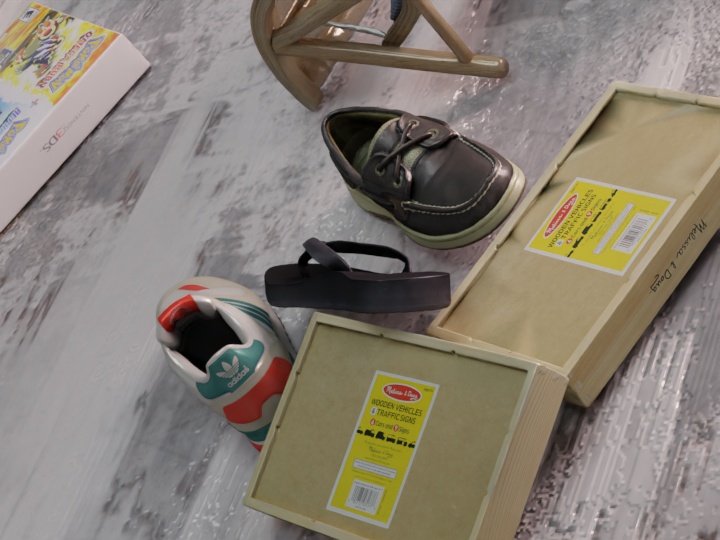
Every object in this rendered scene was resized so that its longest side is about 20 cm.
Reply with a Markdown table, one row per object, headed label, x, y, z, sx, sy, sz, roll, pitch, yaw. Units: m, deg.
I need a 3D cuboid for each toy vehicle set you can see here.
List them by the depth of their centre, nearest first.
| label | x | y | z | sx | sy | sz | roll | pitch | yaw |
| --- | --- | --- | --- | --- | --- | --- | --- | --- | --- |
| toy vehicle set | 0.021 | 0.098 | 1.197 | 0.200 | 0.026 | 0.124 | 12 | 78 | 51 |
| toy vehicle set | 0.139 | -0.020 | 1.227 | 0.200 | 0.027 | 0.124 | -52 | 35 | -14 |

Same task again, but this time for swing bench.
| label | x | y | z | sx | sy | sz | roll | pitch | yaw |
| --- | --- | --- | --- | --- | --- | --- | --- | --- | --- |
| swing bench | 0.032 | -0.236 | 1.498 | 0.200 | 0.130 | 0.199 | -4 | 50 | 44 |

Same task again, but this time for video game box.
| label | x | y | z | sx | sy | sz | roll | pitch | yaw |
| --- | --- | --- | --- | --- | --- | --- | --- | --- | --- |
| video game box | -0.292 | -0.129 | 1.785 | 0.200 | 0.047 | 0.182 | -50 | 37 | -11 |

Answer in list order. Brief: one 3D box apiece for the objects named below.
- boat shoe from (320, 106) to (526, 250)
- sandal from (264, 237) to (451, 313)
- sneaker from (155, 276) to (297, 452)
| label | x | y | z | sx | sy | sz | roll | pitch | yaw |
| --- | --- | --- | --- | --- | --- | --- | --- | --- | --- |
| boat shoe | 0.030 | -0.065 | 1.352 | 0.072 | 0.066 | 0.201 | -52 | 27 | -8 |
| sandal | 0.001 | 0.000 | 1.289 | 0.200 | 0.076 | 0.043 | -178 | 84 | -65 |
| sneaker | -0.095 | 0.037 | 1.355 | 0.070 | 0.093 | 0.200 | -42 | 34 | -1 |
